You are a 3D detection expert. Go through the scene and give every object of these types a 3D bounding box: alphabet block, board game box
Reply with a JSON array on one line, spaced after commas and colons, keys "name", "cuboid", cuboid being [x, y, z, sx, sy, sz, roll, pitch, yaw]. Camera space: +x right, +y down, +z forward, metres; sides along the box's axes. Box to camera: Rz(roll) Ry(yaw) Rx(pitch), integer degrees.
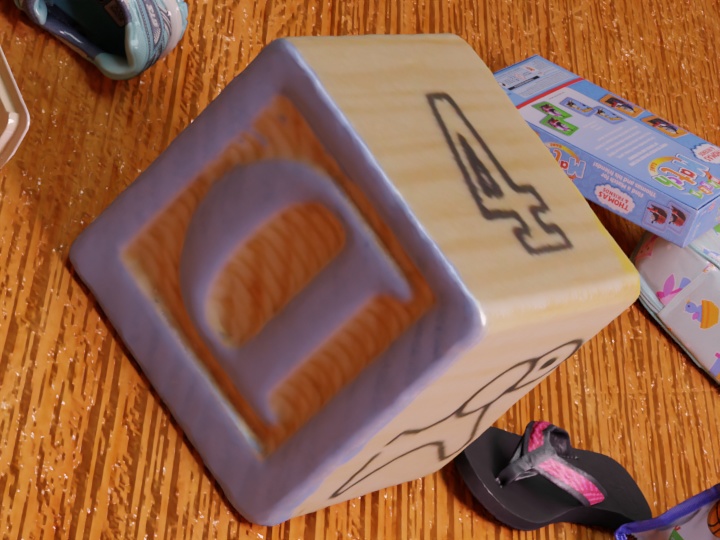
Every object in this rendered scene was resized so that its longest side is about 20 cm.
[{"name": "alphabet block", "cuboid": [0.000, 0.000, 1.426, 0.197, 0.195, 0.200, 56, 27, 14]}, {"name": "board game box", "cuboid": [0.181, -0.091, 1.905, 0.199, 0.037, 0.151, 28, 24, 18]}]

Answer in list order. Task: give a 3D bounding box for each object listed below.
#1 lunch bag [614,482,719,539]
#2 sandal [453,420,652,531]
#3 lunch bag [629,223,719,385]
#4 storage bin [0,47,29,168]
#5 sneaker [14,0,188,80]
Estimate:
[{"name": "lunch bag", "cuboid": [0.266, 0.238, 1.581, 0.170, 0.124, 0.201, 13, 55, -48]}, {"name": "sandal", "cuboid": [0.126, 0.123, 1.607, 0.199, 0.045, 0.075, 11, 44, -50]}, {"name": "lunch bag", "cuboid": [0.296, 0.030, 1.955, 0.200, 0.077, 0.160, 45, 25, -4]}, {"name": "storage bin", "cuboid": [-0.289, -0.128, 1.279, 0.199, 0.094, 0.199, 14, 41, -49]}, {"name": "sneaker", "cuboid": [-0.187, -0.195, 1.545, 0.200, 0.078, 0.086, 41, 30, -11]}]
